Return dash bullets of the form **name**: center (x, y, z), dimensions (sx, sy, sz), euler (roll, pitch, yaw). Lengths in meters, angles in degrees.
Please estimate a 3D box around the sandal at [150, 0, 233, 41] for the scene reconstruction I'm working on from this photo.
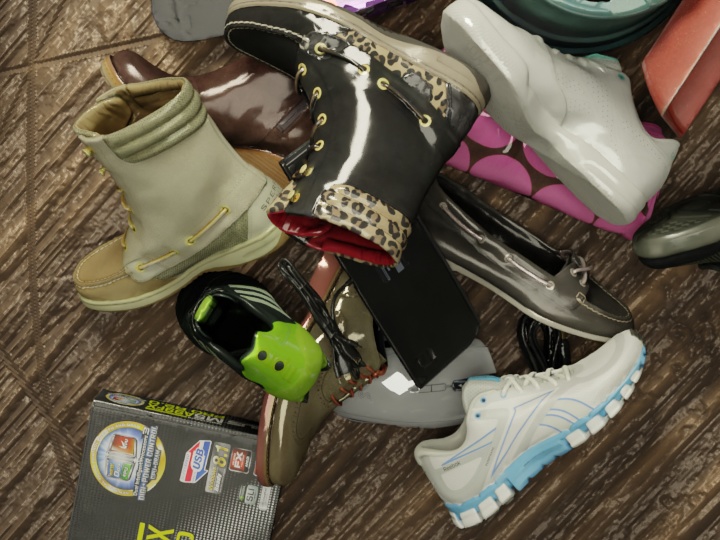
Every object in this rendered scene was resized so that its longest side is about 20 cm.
- **sandal**: center (-0.061, -0.215, 1.204), dimensions (0.198, 0.043, 0.077), euler (-18, 98, 5)

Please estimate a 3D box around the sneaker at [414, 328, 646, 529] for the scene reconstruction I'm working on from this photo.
- **sneaker**: center (0.123, 0.102, 1.193), dimensions (0.200, 0.075, 0.087), euler (-41, 95, 8)

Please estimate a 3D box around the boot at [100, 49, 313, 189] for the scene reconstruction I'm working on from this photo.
- **boot**: center (-0.075, -0.147, 1.200), dimensions (0.199, 0.072, 0.167), euler (37, 101, -13)

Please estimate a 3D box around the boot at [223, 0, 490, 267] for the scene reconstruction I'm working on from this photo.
- **boot**: center (-0.026, -0.099, 1.105), dimensions (0.198, 0.073, 0.152), euler (22, 72, 8)

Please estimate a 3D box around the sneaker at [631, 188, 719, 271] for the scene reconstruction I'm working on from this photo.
- **sneaker**: center (0.291, -0.007, 1.182), dimensions (0.198, 0.076, 0.115), euler (-15, 104, -29)

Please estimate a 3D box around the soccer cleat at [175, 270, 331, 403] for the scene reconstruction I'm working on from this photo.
- **soccer cleat**: center (-0.095, 0.035, 1.170), dimensions (0.081, 0.200, 0.068), euler (33, 88, -35)

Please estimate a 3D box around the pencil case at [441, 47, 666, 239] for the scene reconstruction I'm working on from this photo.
- **pencil case**: center (0.134, -0.100, 1.195), dimensions (0.198, 0.091, 0.094), euler (23, 96, -4)

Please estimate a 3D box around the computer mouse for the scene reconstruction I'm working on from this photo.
- **computer mouse**: center (0.068, 0.090, 1.245), dimensions (0.198, 0.044, 0.111), euler (-3, 99, 2)

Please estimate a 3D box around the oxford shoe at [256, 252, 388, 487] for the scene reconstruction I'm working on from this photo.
- **oxford shoe**: center (-0.021, 0.074, 1.204), dimensions (0.074, 0.070, 0.202), euler (20, 86, 13)

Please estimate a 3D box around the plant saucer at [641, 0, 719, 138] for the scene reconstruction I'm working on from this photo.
- **plant saucer**: center (0.261, -0.193, 1.125), dimensions (0.037, 0.199, 0.201), euler (34, 98, 13)

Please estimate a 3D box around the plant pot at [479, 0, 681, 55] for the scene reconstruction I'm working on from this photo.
- **plant pot**: center (0.161, -0.250, 1.115), dimensions (0.198, 0.196, 0.202), euler (0, 99, 3)

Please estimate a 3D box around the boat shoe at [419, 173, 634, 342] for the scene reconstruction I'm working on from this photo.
- **boat shoe**: center (0.125, -0.008, 1.215), dimensions (0.199, 0.067, 0.057), euler (26, 114, 1)

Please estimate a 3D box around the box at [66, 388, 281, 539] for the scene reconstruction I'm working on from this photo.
- **box**: center (-0.150, 0.209, 1.270), dimensions (0.159, 0.044, 0.202), euler (12, 99, -1)

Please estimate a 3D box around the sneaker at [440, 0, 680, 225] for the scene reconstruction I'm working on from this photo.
- **sneaker**: center (0.142, -0.129, 1.124), dimensions (0.200, 0.075, 0.089), euler (45, 79, -14)

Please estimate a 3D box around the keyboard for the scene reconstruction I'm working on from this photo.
- **keyboard**: center (0.000, 0.000, 1.168), dimensions (0.127, 0.021, 0.201), euler (-38, 105, -25)

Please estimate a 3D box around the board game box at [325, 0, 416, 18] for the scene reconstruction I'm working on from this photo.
- **board game box**: center (-0.006, -0.286, 1.169), dimensions (0.119, 0.032, 0.202), euler (-18, 80, -2)

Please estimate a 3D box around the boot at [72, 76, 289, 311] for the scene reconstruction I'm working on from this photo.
- **boot**: center (-0.164, -0.055, 1.170), dimensions (0.199, 0.072, 0.155), euler (-20, 130, 27)
